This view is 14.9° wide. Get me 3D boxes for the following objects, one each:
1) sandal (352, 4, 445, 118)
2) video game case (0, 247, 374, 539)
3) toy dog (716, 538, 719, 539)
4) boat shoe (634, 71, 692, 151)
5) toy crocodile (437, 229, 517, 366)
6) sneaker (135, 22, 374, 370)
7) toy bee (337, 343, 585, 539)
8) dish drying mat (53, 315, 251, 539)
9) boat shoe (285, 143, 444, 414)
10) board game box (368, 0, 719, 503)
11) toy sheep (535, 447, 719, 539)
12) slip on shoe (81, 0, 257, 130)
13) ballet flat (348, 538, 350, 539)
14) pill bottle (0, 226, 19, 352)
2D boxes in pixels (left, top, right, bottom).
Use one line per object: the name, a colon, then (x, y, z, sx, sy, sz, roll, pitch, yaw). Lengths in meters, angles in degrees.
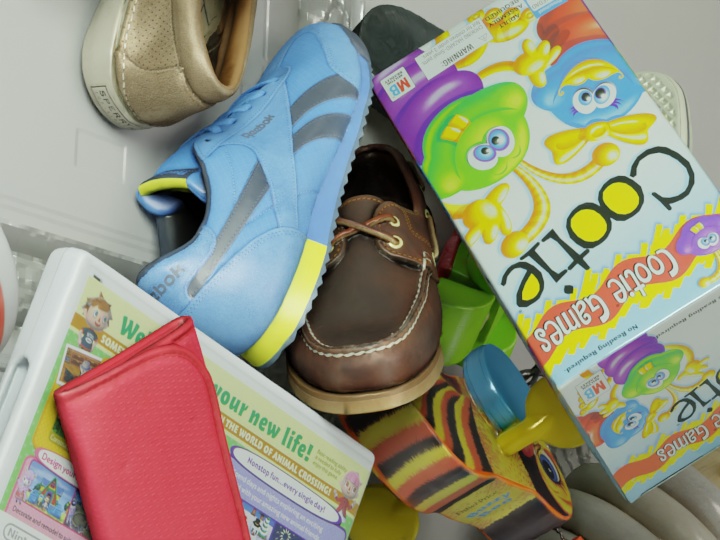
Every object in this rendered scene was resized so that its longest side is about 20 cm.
sandal: (0.086, -0.071, 1.335, 0.200, 0.048, 0.075, 26, 48, -22)
video game case: (-0.084, 0.116, 1.079, 0.200, 0.022, 0.183, 38, 65, -44)
toy dog: (0.115, 0.203, 1.260, 0.096, 0.199, 0.132, -119, -150, -59)
boat shoe: (0.146, -0.006, 1.472, 0.062, 0.074, 0.201, 16, 77, -59)
toy crocodile: (0.071, -0.013, 1.375, 0.200, 0.062, 0.068, -52, 167, -48)
sneaker: (-0.048, -0.050, 1.196, 0.078, 0.066, 0.200, 29, 45, -15)
toy bee: (0.067, 0.090, 1.277, 0.200, 0.131, 0.109, -12, 68, -47)
dish drying mat: (-0.066, 0.124, 1.069, 0.077, 0.018, 0.201, -31, 116, -43)
boat shoe: (0.000, 0.000, 1.210, 0.200, 0.070, 0.071, -91, 176, -70)
board game box: (0.101, -0.019, 1.203, 0.200, 0.105, 0.103, 60, 3, 39)
toy sheep: (0.131, 0.163, 1.371, 0.200, 0.138, 0.138, -47, 125, -23)
slip on shoe: (-0.063, -0.152, 1.191, 0.076, 0.060, 0.200, 48, 48, -41)
ballet flat: (-0.030, 0.125, 1.195, 0.200, 0.057, 0.067, 49, 48, -36)
pill bottle: (-0.208, 0.043, 0.901, 0.200, 0.111, 0.112, -50, 125, -46)
